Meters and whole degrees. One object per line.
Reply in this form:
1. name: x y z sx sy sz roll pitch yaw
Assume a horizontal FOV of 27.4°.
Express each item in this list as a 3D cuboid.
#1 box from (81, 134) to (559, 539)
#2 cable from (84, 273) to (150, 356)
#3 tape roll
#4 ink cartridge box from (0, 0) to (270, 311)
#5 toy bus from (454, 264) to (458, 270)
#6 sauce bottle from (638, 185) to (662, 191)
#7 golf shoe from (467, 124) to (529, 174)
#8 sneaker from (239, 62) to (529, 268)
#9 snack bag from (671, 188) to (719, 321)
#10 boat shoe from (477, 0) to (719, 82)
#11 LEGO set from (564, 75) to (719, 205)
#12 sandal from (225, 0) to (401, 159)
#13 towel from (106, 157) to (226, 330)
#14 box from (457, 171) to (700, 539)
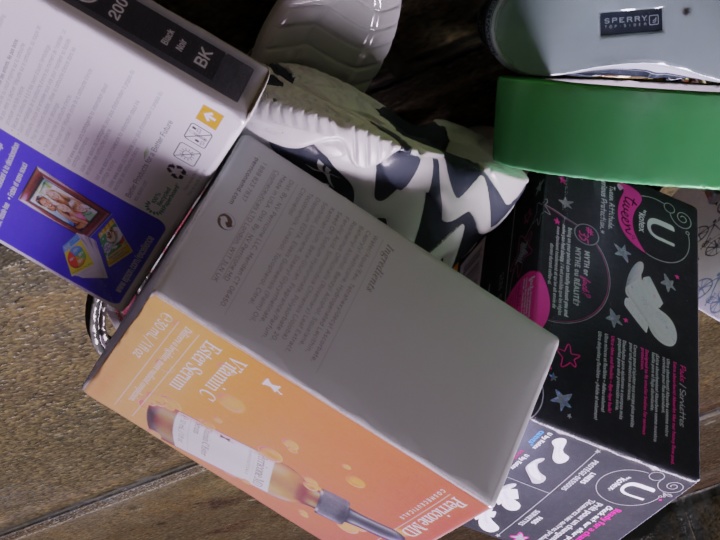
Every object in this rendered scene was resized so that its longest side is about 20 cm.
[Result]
1. box: -0.024 0.051 0.784 0.199 0.107 0.152 33 147 -7
2. cable: -0.131 -0.036 0.849 0.096 0.050 0.202 9 105 -33
3. tape roll: 0.172 -0.078 0.805 0.198 0.049 0.200 4 -171 -1
4. ink cartridge box: -0.171 -0.084 0.750 0.199 0.044 0.198 29 141 -11
5. toy bus: 0.074 0.021 1.106 0.078 0.065 0.200 -28 -166 32
6. sauce bottle: 0.157 -0.031 1.002 0.065 0.067 0.200 -7 153 -23
7. golf shoe: 0.120 -0.075 1.051 0.092 0.073 0.200 -34 165 10
8. sneaker: -0.010 -0.030 0.819 0.198 0.080 0.130 10 117 -46
9. snack bag: 0.275 -0.061 1.004 0.200 0.021 0.189 -49 -164 4
10. boat shoe: 0.165 -0.146 0.843 0.198 0.072 0.091 0 -166 -3
11. LEGO set: 0.234 -0.121 0.939 0.153 0.117 0.199 5 150 -45
12. sandal: -0.043 -0.100 0.832 0.082 0.050 0.204 3 124 -40
13. towel: -0.076 -0.033 0.901 0.198 0.147 0.030 -25 -165 6
14. box: 0.126 0.053 0.895 0.114 0.201 0.132 21 141 -13
